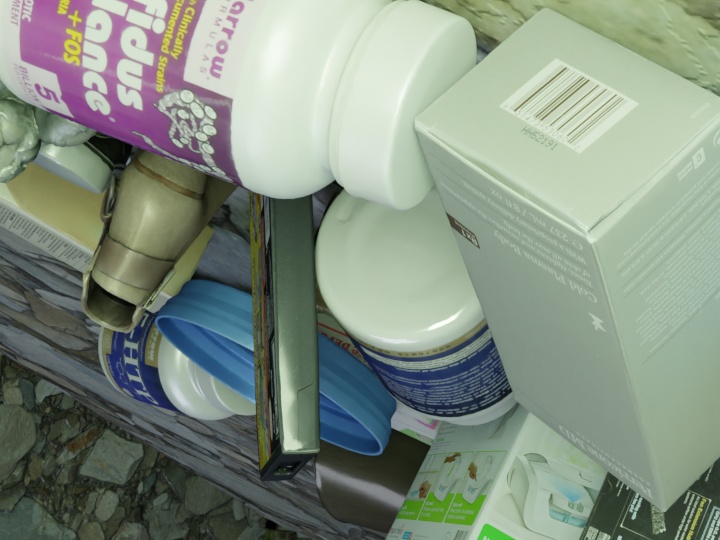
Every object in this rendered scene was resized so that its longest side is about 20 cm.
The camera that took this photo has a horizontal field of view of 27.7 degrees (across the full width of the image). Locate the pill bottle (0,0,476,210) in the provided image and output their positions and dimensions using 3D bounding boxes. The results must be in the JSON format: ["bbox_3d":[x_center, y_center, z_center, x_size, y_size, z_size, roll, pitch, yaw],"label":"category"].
[{"bbox_3d":[-0.055,-0.097,0.631,0.198,0.113,0.112,21,164,21],"label":"pill bottle"}]

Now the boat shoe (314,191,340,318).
[{"bbox_3d":[0.000,0.000,0.964,0.069,0.074,0.200,23,175,2],"label":"boat shoe"}]

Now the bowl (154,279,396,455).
[{"bbox_3d":[-0.061,0.072,1.100,0.199,0.040,0.201,28,164,9],"label":"bowl"}]

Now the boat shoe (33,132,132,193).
[{"bbox_3d":[-0.172,-0.089,0.893,0.070,0.064,0.200,27,-179,-5],"label":"boat shoe"}]

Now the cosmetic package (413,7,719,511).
[{"bbox_3d":[0.106,0.001,0.621,0.107,0.090,0.201,36,158,41],"label":"cosmetic package"}]

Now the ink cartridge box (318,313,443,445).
[{"bbox_3d":[0.019,0.070,1.161,0.116,0.068,0.200,22,165,26],"label":"ink cartridge box"}]

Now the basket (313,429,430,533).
[{"bbox_3d":[0.080,0.198,1.377,0.198,0.137,0.181,15,156,29],"label":"basket"}]

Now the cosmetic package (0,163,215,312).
[{"bbox_3d":[-0.227,-0.047,1.187,0.199,0.072,0.105,31,164,-15],"label":"cosmetic package"}]

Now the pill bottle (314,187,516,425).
[{"bbox_3d":[0.049,0.024,0.865,0.110,0.112,0.200,21,164,22],"label":"pill bottle"}]

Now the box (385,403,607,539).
[{"bbox_3d":[0.111,0.151,1.059,0.096,0.178,0.200,30,165,-8],"label":"box"}]

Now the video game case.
[{"bbox_3d":[-0.046,0.015,0.859,0.025,0.203,0.181,-1,168,-8],"label":"video game case"}]

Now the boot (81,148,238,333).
[{"bbox_3d":[-0.128,-0.030,0.920,0.070,0.147,0.200,24,166,2],"label":"boot"}]

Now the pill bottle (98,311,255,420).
[{"bbox_3d":[-0.157,0.079,1.401,0.119,0.121,0.199,36,162,-33],"label":"pill bottle"}]

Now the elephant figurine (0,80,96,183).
[{"bbox_3d":[-0.209,-0.155,0.724,0.154,0.142,0.200,-27,129,19],"label":"elephant figurine"}]

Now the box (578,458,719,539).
[{"bbox_3d":[0.216,0.169,0.890,0.156,0.201,0.050,23,161,11],"label":"box"}]
